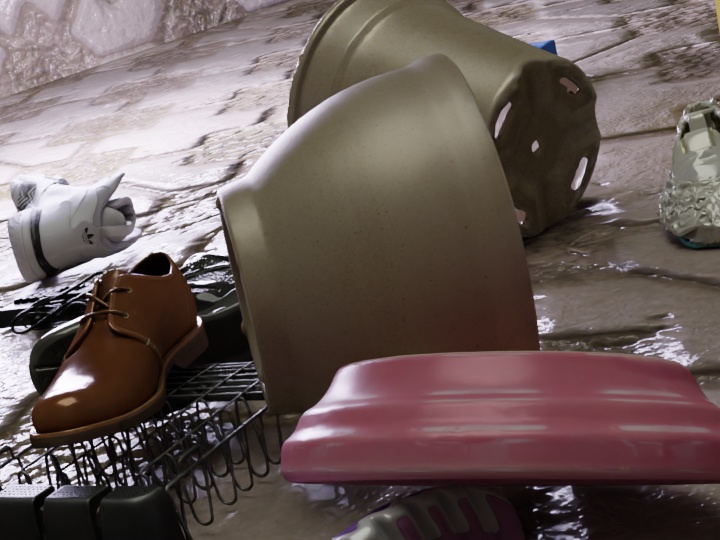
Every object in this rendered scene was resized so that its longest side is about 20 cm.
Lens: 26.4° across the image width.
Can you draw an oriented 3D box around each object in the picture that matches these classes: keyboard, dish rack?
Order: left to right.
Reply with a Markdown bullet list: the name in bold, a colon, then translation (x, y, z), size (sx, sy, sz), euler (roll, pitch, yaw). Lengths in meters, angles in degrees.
- **keyboard**: translation (-0.207, 0.012, 1.241), size (0.198, 0.040, 0.104), euler (-8, 17, 25)
- **dish rack**: translation (-0.115, 0.104, 0.844), size (0.152, 0.055, 0.200), euler (-3, 18, 30)

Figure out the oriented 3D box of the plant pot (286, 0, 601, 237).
- **plant pot**: translation (0.077, -0.112, 1.175), size (0.199, 0.203, 0.182), euler (-26, 31, -34)

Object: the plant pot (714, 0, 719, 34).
- **plant pot**: translation (0.397, -0.223, 1.235), size (0.193, 0.196, 0.200), euler (-12, 23, 8)

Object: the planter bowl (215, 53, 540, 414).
- **planter bowl**: translation (0.000, 0.000, 0.801), size (0.133, 0.203, 0.200), euler (-13, 16, -7)

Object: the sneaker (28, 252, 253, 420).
- **sneaker**: translation (-0.126, 0.042, 1.015), size (0.197, 0.077, 0.114), euler (-18, 15, -20)

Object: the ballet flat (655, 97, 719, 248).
- **ballet flat**: translation (0.243, -0.076, 1.093), size (0.071, 0.073, 0.200), euler (-10, 18, 15)

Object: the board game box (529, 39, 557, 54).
- **board game box**: translation (0.102, -0.188, 1.613), size (0.151, 0.046, 0.200), euler (-3, 20, 35)

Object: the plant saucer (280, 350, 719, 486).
- **plant saucer**: translation (0.065, 0.066, 0.656), size (0.198, 0.052, 0.201), euler (1, -9, 0)

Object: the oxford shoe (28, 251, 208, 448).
- **oxford shoe**: translation (-0.141, 0.042, 0.854), size (0.070, 0.072, 0.200), euler (-9, 17, 11)

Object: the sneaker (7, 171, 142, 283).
- **sneaker**: translation (-0.269, -0.052, 1.451), size (0.113, 0.076, 0.200), euler (-15, 22, -4)

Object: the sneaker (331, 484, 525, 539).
- **sneaker**: translation (-0.023, 0.142, 0.602), size (0.199, 0.081, 0.088), euler (-26, 12, -29)
